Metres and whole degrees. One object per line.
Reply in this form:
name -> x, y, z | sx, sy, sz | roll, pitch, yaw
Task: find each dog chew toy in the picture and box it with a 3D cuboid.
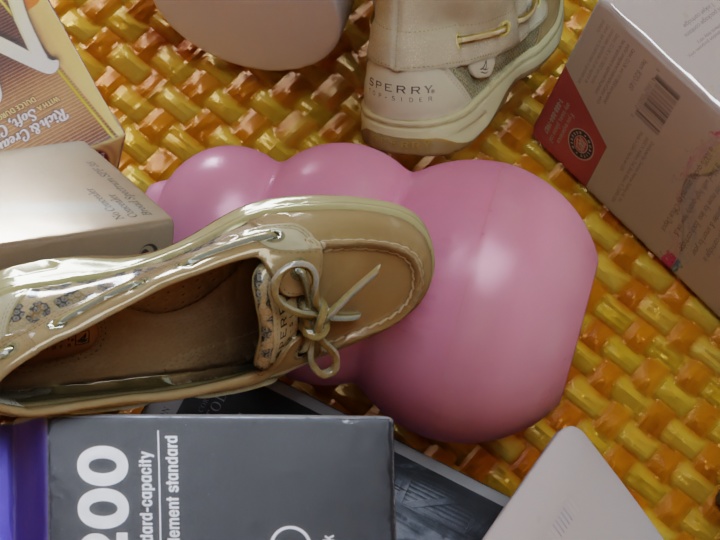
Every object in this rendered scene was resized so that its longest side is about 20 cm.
dog chew toy -> 0.000, 0.000, 1.267 | 0.199, 0.125, 0.125 | 16, 57, 4

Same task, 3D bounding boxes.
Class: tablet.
tablet -> 0.075, 0.175, 1.196 | 0.130, 0.014, 0.200 | 53, 52, -20

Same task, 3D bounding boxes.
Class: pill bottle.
pill bottle -> -0.026, -0.201, 1.380 | 0.113, 0.113, 0.200 | 20, 56, -2

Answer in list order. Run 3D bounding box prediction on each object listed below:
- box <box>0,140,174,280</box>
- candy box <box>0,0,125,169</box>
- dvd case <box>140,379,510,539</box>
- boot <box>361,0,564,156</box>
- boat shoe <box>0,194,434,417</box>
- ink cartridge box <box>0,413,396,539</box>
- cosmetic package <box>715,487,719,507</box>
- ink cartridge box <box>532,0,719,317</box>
box -> -0.187, 0.009, 1.197 | 0.199, 0.078, 0.095 | -10, 30, -32
candy box -> -0.218, -0.061, 1.279 | 0.200, 0.055, 0.116 | -20, 66, -25
dvd case -> -0.019, 0.131, 1.235 | 0.200, 0.025, 0.151 | 27, 57, 1
boot -> 0.047, -0.161, 1.329 | 0.072, 0.155, 0.200 | 7, 31, 18
boat shoe -> -0.061, 0.022, 1.160 | 0.199, 0.074, 0.063 | -14, 28, -11
ink cartridge box -> -0.083, 0.155, 1.154 | 0.199, 0.043, 0.199 | 0, 80, -11
cosmetic package -> 0.273, 0.096, 1.298 | 0.199, 0.090, 0.107 | -20, 64, -21
ink cartridge box -> 0.184, -0.043, 1.339 | 0.067, 0.117, 0.200 | -37, 75, -30
